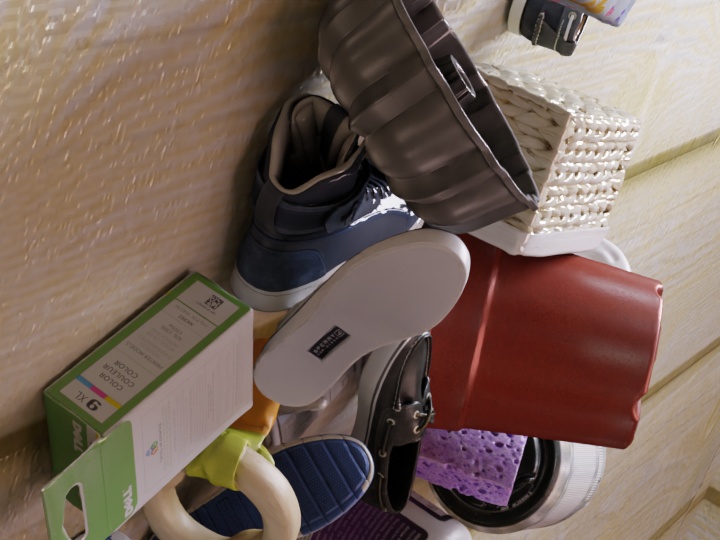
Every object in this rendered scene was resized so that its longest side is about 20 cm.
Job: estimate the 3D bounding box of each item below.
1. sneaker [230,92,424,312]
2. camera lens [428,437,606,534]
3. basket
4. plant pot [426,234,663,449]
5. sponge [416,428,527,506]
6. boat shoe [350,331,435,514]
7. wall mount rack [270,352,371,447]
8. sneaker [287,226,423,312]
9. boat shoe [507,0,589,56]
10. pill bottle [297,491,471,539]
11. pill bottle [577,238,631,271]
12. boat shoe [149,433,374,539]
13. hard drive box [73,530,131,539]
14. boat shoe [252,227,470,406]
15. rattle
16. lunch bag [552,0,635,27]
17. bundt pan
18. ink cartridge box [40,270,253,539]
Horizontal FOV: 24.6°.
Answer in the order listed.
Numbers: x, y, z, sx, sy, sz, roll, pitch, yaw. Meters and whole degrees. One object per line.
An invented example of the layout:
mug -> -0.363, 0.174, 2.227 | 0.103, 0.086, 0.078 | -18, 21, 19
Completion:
sneaker -> -0.005, -0.071, 1.179 | 0.202, 0.077, 0.147 | -37, 151, -41
camera lens -> 0.166, 0.194, 1.748 | 0.161, 0.159, 0.200 | -62, 157, 6
basket -> 0.134, -0.095, 1.370 | 0.200, 0.135, 0.124 | -4, 118, -63
plant pot -> 0.151, 0.061, 1.423 | 0.201, 0.194, 0.203 | 12, 90, -85
sponge -> 0.106, 0.125, 1.526 | 0.200, 0.111, 0.030 | -64, 171, -50
boat shoe -> 0.032, 0.115, 1.322 | 0.069, 0.056, 0.201 | -37, 151, -42
wall mount rack -> -0.018, 0.099, 1.362 | 0.200, 0.074, 0.174 | -48, 154, -28
sneaker -> 0.000, 0.000, 1.313 | 0.071, 0.081, 0.200 | 69, 21, -7
boat shoe -> 0.204, -0.260, 1.398 | 0.200, 0.067, 0.072 | -51, 154, -23
pill bottle -> 0.028, 0.250, 1.456 | 0.111, 0.199, 0.112 | -44, 153, -30
pill bottle -> 0.236, 0.056, 1.788 | 0.112, 0.111, 0.201 | -50, 155, -21
boat shoe -> -0.080, 0.188, 1.302 | 0.199, 0.073, 0.072 | -26, 170, 2
hard drive box -> -0.161, 0.283, 1.128 | 0.156, 0.199, 0.077 | -30, 143, -50
boat shoe -> 0.002, 0.020, 1.135 | 0.200, 0.071, 0.070 | -41, -161, 37
rattle -> -0.082, 0.179, 1.249 | 0.143, 0.129, 0.201 | -84, 150, -59
lunch bag -> 0.173, -0.299, 1.213 | 0.169, 0.126, 0.201 | 10, 102, -68
bundt pan -> 0.038, -0.110, 1.101 | 0.075, 0.203, 0.202 | -31, 161, 13
ink cartridge box -> -0.155, 0.101, 1.098 | 0.200, 0.059, 0.104 | -42, 151, -35
